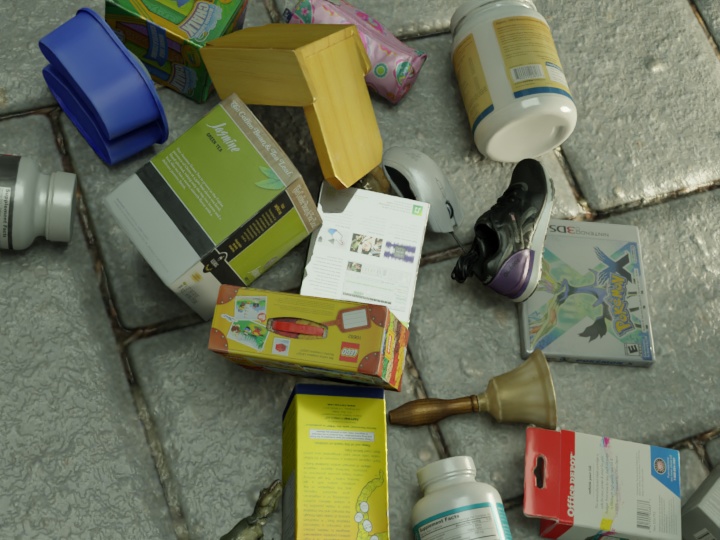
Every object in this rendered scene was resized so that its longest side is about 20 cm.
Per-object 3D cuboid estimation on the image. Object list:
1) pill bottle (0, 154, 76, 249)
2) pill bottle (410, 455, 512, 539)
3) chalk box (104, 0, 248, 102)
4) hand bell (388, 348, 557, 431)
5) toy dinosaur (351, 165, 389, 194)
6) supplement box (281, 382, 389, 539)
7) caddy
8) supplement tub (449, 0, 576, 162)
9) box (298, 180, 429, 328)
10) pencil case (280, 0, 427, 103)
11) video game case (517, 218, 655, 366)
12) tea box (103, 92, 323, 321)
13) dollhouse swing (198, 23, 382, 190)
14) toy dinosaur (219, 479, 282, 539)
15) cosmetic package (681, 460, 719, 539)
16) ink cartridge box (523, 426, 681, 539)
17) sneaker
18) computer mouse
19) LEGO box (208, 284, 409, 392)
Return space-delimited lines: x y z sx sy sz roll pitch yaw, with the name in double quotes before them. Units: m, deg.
"pill bottle" -0.441 -0.084 1.495 0.197 0.111 0.112 6 63 -11
"pill bottle" 0.121 0.319 1.431 0.109 0.111 0.203 -7 66 -16
"chalk box" -0.223 -0.319 1.654 0.198 0.124 0.126 25 62 0
"hand bell" 0.132 0.165 1.537 0.197 0.104 0.106 -10 66 -4
"toy dinosaur" -0.007 -0.122 1.659 0.200 0.058 0.101 48 48 3
"supplement box" -0.030 0.244 1.433 0.108 0.109 0.203 4 64 -11
"caddy" -0.317 -0.235 1.582 0.104 0.142 0.201 -34 77 -22
"supplement tub" 0.204 -0.267 1.717 0.142 0.145 0.203 -6 66 -16
"box" 0.000 0.000 1.569 0.142 0.036 0.203 12 76 -2
"pencil case" -0.008 -0.315 1.726 0.199 0.088 0.088 36 62 4
"video game case" 0.294 0.026 1.666 0.179 0.022 0.203 4 64 -11
"tea box" -0.164 -0.068 1.471 0.196 0.200 0.134 -38 76 -5
"dollhouse swing" -0.081 -0.207 1.576 0.179 0.179 0.200 4 21 20
"toy dinosaur" -0.140 0.321 1.395 0.200 0.048 0.088 -41 36 -25
"cosmetic package" 0.489 0.273 1.557 0.107 0.090 0.199 45 60 11
"ink cartridge box" 0.283 0.266 1.519 0.197 0.067 0.118 11 62 -8
"sneaker" 0.193 -0.067 1.620 0.087 0.075 0.203 23 60 -24
"computer mouse" 0.103 -0.087 1.638 0.201 0.044 0.109 51 49 4
"LEGO box" -0.054 0.079 1.444 0.197 0.149 0.078 7 79 15
